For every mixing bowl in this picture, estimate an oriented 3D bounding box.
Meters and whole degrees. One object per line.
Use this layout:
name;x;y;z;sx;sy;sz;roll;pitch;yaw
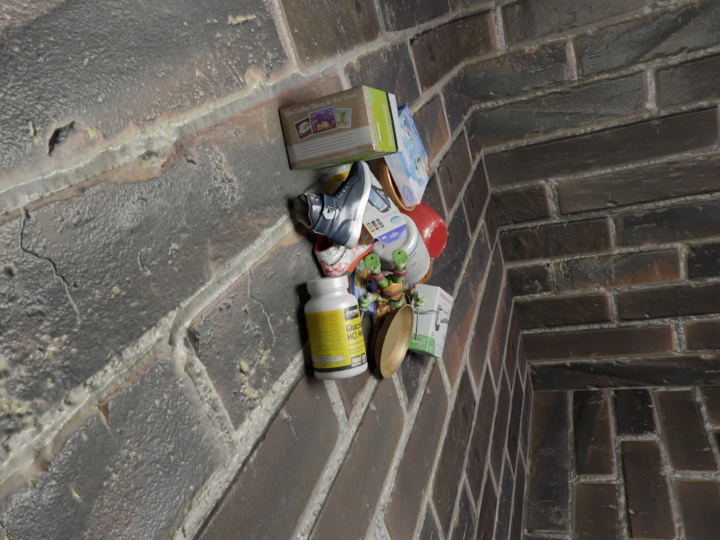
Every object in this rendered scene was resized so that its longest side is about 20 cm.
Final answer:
mixing bowl;0.184;-0.100;1.632;0.200;0.108;0.201;-25;124;-43

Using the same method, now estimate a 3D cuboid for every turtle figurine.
turtle figurine;0.074;0.059;1.304;0.200;0.144;0.194;-56;147;-33

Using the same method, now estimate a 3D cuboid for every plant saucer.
plant saucer;0.097;-0.253;1.486;0.200;0.037;0.201;32;52;-55
plant saucer;0.084;0.180;1.461;0.200;0.035;0.201;-45;144;-47

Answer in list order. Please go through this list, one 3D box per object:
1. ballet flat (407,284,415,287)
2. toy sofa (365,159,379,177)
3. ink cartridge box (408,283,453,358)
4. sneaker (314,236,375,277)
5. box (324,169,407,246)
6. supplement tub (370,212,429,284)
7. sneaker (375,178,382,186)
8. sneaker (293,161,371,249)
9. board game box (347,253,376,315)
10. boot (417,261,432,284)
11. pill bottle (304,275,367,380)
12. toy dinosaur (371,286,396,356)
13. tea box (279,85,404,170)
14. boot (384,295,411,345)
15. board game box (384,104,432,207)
ballet flat;0.103;0.001;1.608;0.071;0.069;0.200;-57;138;-28
toy sofa;0.080;-0.322;1.620;0.200;0.083;0.098;-26;102;-65
ink cartridge box;0.209;0.155;1.711;0.146;0.084;0.201;32;68;-59
sneaker;-0.030;-0.074;1.275;0.202;0.067;0.108;-55;134;-33
box;0.020;-0.144;1.292;0.119;0.041;0.200;-26;79;-39
supplement tub;0.100;-0.054;1.435;0.200;0.131;0.132;51;37;-64
sneaker;0.008;-0.172;1.434;0.199;0.080;0.116;-25;109;-58
sneaker;-0.059;-0.162;1.183;0.146;0.077;0.203;19;69;-26
board game box;0.000;0.000;1.399;0.135;0.034;0.201;36;51;-60
boot;0.177;-0.027;1.767;0.200;0.073;0.155;53;43;-38
pill bottle;-0.054;0.115;1.148;0.112;0.112;0.201;-16;97;-66
toy dinosaur;0.048;0.117;1.471;0.106;0.060;0.201;1;95;-56
tea box;-0.035;-0.303;1.211;0.197;0.199;0.134;-23;104;-64
boot;0.107;0.144;1.552;0.074;0.075;0.201;-39;120;-65
board game box;0.121;-0.303;1.465;0.200;0.043;0.199;62;32;-29
